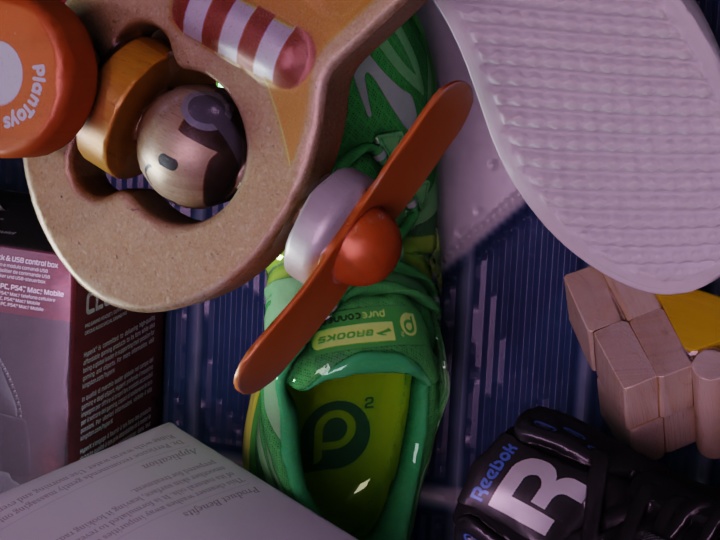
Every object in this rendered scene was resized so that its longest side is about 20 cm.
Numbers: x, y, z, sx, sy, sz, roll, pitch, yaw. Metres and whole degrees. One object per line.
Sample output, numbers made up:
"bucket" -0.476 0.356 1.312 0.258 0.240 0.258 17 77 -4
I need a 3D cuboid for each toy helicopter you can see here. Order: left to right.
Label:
"toy helicopter" -0.012 -0.057 0.721 0.200 0.079 0.132 -38 75 26

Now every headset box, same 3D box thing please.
"headset box" -0.147 0.054 0.884 0.148 0.077 0.201 9 106 18

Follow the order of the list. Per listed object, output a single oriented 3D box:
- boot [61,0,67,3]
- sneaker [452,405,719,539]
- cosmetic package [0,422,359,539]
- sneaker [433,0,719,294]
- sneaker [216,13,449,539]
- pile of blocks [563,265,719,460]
"boot" -0.128 -0.151 0.804 0.200 0.072 0.145 27 96 -17
"sneaker" 0.081 0.085 0.739 0.112 0.200 0.073 31 80 -3
"cosmetic package" -0.031 0.132 0.756 0.200 0.113 0.081 31 127 37
"sneaker" 0.056 -0.089 0.782 0.074 0.082 0.200 -28 104 18
"sneaker" 0.000 0.000 0.808 0.074 0.084 0.201 -9 108 -16
"pile of blocks" 0.156 0.047 0.791 0.200 0.082 0.062 24 152 23
